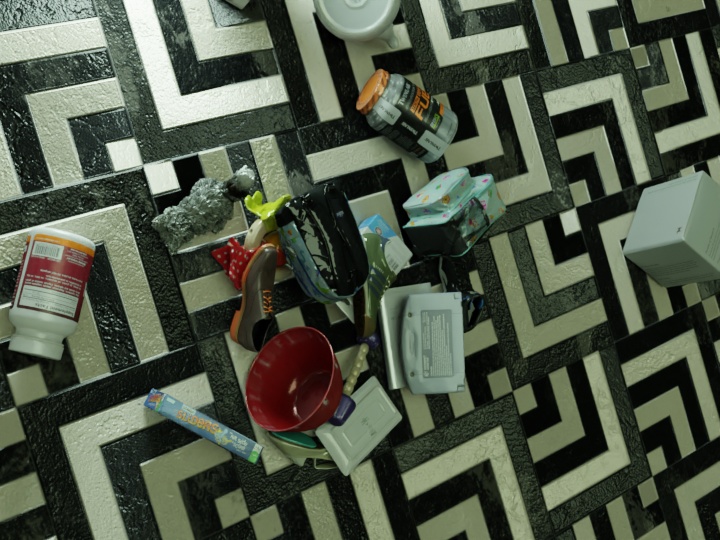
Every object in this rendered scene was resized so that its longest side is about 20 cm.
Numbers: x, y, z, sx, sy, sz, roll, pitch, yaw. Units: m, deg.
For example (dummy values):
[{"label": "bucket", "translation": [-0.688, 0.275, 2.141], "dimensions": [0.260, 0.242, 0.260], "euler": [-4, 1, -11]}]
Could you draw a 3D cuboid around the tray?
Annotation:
[{"label": "tray", "translation": [0.004, 0.300, 1.656], "dimensions": [0.199, 0.022, 0.108], "euler": [-37, 94, -43]}]

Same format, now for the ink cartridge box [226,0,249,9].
[{"label": "ink cartridge box", "translation": [-0.204, -0.611, 1.596], "dimensions": [0.083, 0.199, 0.149], "euler": [24, 73, -22]}]

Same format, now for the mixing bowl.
[{"label": "mixing bowl", "translation": [-0.105, 0.219, 1.571], "dimensions": [0.108, 0.197, 0.203], "euler": [42, 65, -47]}]

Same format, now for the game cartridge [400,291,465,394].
[{"label": "game cartridge", "translation": [0.146, 0.148, 1.721], "dimensions": [0.130, 0.042, 0.205], "euler": [-2, 89, 1]}]

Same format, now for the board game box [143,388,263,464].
[{"label": "board game box", "translation": [-0.278, 0.274, 1.486], "dimensions": [0.198, 0.135, 0.035], "euler": [34, 74, -20]}]

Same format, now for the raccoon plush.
[{"label": "raccoon plush", "translation": [-0.289, -0.117, 1.503], "dimensions": [0.097, 0.200, 0.134], "euler": [46, 44, 4]}]

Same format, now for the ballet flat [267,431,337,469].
[{"label": "ballet flat", "translation": [-0.093, 0.348, 1.618], "dimensions": [0.196, 0.069, 0.071], "euler": [13, 78, -27]}]

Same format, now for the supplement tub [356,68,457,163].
[{"label": "supplement tub", "translation": [0.096, -0.324, 1.761], "dimensions": [0.198, 0.122, 0.125], "euler": [29, 72, -21]}]

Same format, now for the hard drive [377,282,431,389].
[{"label": "hard drive", "translation": [0.103, 0.135, 1.763], "dimensions": [0.129, 0.025, 0.205], "euler": [-7, 87, -28]}]

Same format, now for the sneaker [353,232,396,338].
[{"label": "sneaker", "translation": [0.033, 0.026, 1.639], "dimensions": [0.088, 0.067, 0.205], "euler": [-2, 82, -22]}]

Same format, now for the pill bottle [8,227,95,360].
[{"label": "pill bottle", "translation": [-0.518, 0.040, 1.403], "dimensions": [0.111, 0.112, 0.205], "euler": [16, 77, -24]}]

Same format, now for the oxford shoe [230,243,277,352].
[{"label": "oxford shoe", "translation": [-0.180, 0.053, 1.557], "dimensions": [0.070, 0.072, 0.204], "euler": [-4, 115, -48]}]

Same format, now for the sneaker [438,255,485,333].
[{"label": "sneaker", "translation": [0.224, 0.032, 1.790], "dimensions": [0.072, 0.111, 0.205], "euler": [3, 82, -27]}]

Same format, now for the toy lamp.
[{"label": "toy lamp", "translation": [-0.016, 0.211, 1.647], "dimensions": [0.058, 0.058, 0.202], "euler": [39, 50, -18]}]

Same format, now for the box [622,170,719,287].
[{"label": "box", "translation": [0.784, -0.095, 2.048], "dimensions": [0.170, 0.198, 0.203], "euler": [32, 69, -20]}]

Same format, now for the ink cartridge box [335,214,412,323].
[{"label": "ink cartridge box", "translation": [0.000, 0.000, 1.702], "dimensions": [0.116, 0.066, 0.201], "euler": [48, 66, -15]}]

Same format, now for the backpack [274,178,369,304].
[{"label": "backpack", "translation": [-0.065, -0.040, 1.565], "dimensions": [0.162, 0.153, 0.202], "euler": [-33, 87, -42]}]

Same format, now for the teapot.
[{"label": "teapot", "translation": [-0.007, -0.569, 1.730], "dimensions": [0.193, 0.146, 0.205], "euler": [7, 105, 3]}]

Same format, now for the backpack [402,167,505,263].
[{"label": "backpack", "translation": [0.199, -0.126, 1.762], "dimensions": [0.198, 0.175, 0.156], "euler": [-32, 102, -31]}]

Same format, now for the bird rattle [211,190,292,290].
[{"label": "bird rattle", "translation": [-0.176, -0.047, 1.604], "dimensions": [0.162, 0.111, 0.204], "euler": [32, 73, -37]}]
